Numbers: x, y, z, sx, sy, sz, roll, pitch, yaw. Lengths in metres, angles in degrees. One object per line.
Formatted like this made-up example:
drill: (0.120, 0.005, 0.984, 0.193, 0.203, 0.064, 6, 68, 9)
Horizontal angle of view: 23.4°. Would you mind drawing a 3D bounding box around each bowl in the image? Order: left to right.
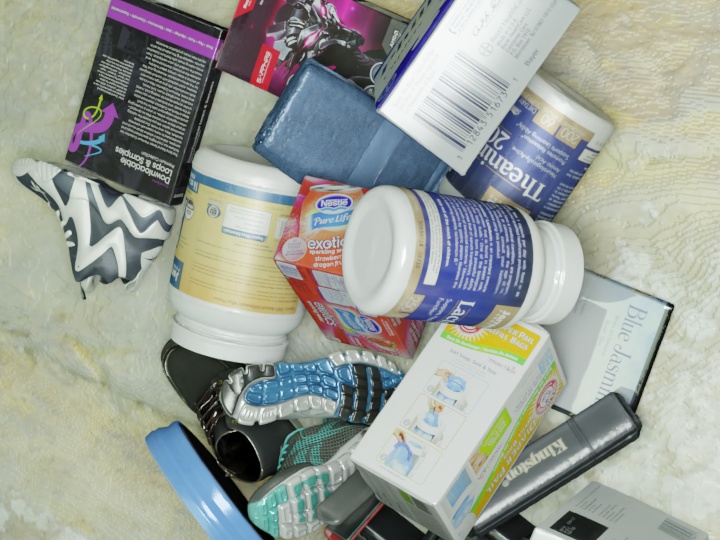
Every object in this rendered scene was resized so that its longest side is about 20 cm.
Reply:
bowl: (-0.142, 0.236, 1.761, 0.039, 0.201, 0.201, -37, 79, -4)

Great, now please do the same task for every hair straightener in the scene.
hair straightener: (0.031, 0.183, 1.734, 0.200, 0.077, 0.041, -41, 47, -19)

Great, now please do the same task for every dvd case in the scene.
dvd case: (0.195, 0.064, 1.725, 0.199, 0.018, 0.143, 23, 103, 20)

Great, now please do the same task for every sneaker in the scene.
sneaker: (-0.308, -0.039, 1.898, 0.198, 0.079, 0.130, 20, 94, 10)
sneaker: (-0.148, 0.141, 1.832, 0.200, 0.106, 0.075, 39, 108, 15)
sneaker: (-0.055, 0.204, 1.762, 0.091, 0.200, 0.078, 20, 119, 33)
sneaker: (-0.052, 0.120, 1.787, 0.199, 0.087, 0.075, 1, 85, -15)

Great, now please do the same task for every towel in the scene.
towel: (-0.004, -0.114, 1.715, 0.200, 0.049, 0.112, 32, 91, -24)

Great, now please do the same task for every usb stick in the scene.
usb stick: (0.179, 0.187, 1.679, 0.200, 0.033, 0.056, -33, 60, 2)

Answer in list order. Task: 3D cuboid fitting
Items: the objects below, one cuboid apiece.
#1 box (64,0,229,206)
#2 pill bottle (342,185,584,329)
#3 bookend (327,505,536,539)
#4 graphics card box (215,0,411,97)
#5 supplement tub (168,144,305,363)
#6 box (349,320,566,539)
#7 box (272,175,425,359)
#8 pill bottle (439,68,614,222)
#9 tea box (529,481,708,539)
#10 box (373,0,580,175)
box: (-0.229, -0.186, 1.875, 0.143, 0.036, 0.201, 24, 103, 20)
pill bottle: (0.094, -0.008, 1.566, 0.116, 0.199, 0.116, -23, 63, 59)
bookend: (0.061, 0.284, 1.763, 0.198, 0.092, 0.200, 37, 107, 16)
graphics card box: (-0.040, -0.227, 1.781, 0.199, 0.051, 0.126, 27, 104, 18)
supplement tub: (-0.117, -0.018, 1.783, 0.144, 0.145, 0.201, 16, 101, 21)
box: (0.096, 0.139, 1.653, 0.101, 0.113, 0.200, 27, 72, 28)
box: (0.000, 0.000, 1.697, 0.099, 0.200, 0.096, 13, 69, 21)
pill bottle: (0.145, -0.088, 1.675, 0.111, 0.111, 0.200, 38, 104, 16)
tea box: (0.217, 0.331, 1.642, 0.133, 0.200, 0.198, 24, 105, 19)
box: (0.102, -0.208, 1.621, 0.105, 0.200, 0.184, 34, 102, -8)
